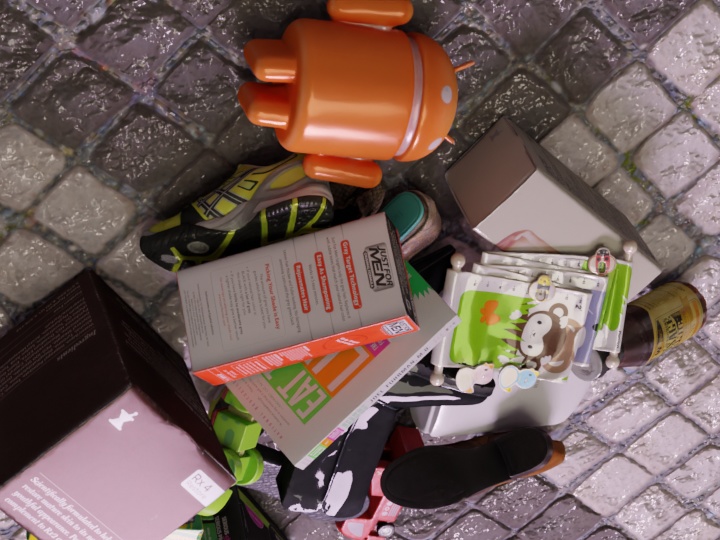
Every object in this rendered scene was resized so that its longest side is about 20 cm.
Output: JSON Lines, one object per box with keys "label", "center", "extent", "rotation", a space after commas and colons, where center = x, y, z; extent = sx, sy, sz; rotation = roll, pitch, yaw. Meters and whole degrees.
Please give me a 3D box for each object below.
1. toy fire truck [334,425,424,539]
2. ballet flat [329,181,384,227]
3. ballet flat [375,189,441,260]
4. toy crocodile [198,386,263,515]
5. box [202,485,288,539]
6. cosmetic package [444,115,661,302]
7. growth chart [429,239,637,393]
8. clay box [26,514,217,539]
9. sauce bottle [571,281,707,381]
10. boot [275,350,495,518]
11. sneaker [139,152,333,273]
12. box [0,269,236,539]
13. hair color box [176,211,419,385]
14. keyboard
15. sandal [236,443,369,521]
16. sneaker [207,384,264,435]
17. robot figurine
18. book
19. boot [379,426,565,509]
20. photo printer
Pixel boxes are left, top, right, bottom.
{"label": "toy fire truck", "center": [-0.005, 0.214, 1.518], "extent": [0.140, 0.049, 0.201], "rotation": [11, 124, -22]}
{"label": "ballet flat", "center": [-0.063, -0.030, 1.315], "extent": [0.199, 0.046, 0.067], "rotation": [-29, 128, 7]}
{"label": "ballet flat", "center": [0.000, 0.000, 1.349], "extent": [0.200, 0.068, 0.067], "rotation": [-35, 155, 14]}
{"label": "toy crocodile", "center": [-0.120, 0.150, 1.351], "extent": [0.201, 0.062, 0.067], "rotation": [-68, 159, 5]}
{"label": "box", "center": [-0.181, 0.354, 1.529], "extent": [0.199, 0.125, 0.149], "rotation": [-28, 129, 8]}
{"label": "cosmetic package", "center": [0.187, -0.046, 1.338], "extent": [0.087, 0.104, 0.200], "rotation": [-43, 124, 18]}
{"label": "growth chart", "center": [0.162, 0.045, 1.296], "extent": [0.199, 0.018, 0.145], "rotation": [-2, 104, -13]}
{"label": "clay box", "center": [-0.243, 0.236, 1.426], "extent": [0.199, 0.115, 0.048], "rotation": [7, 124, -21]}
{"label": "sauce bottle", "center": [0.282, 0.065, 1.414], "extent": [0.200, 0.066, 0.066], "rotation": [-24, 140, -44]}
{"label": "boot", "center": [0.022, 0.163, 1.361], "extent": [0.164, 0.066, 0.201], "rotation": [18, 112, -8]}
{"label": "sneaker", "center": [-0.113, -0.051, 1.275], "extent": [0.199, 0.077, 0.075], "rotation": [-16, 144, 20]}
{"label": "box", "center": [-0.247, 0.143, 1.287], "extent": [0.164, 0.200, 0.166], "rotation": [-37, 127, 3]}
{"label": "hair color box", "center": [-0.057, 0.027, 1.237], "extent": [0.199, 0.102, 0.061], "rotation": [-15, 161, 11]}
{"label": "keyboard", "center": [0.041, 0.073, 1.406], "extent": [0.127, 0.021, 0.201], "rotation": [-31, 142, -41]}
{"label": "sandal", "center": [-0.072, 0.208, 1.446], "extent": [0.200, 0.043, 0.076], "rotation": [26, 131, -25]}
{"label": "sneaker", "center": [-0.079, 0.126, 1.408], "extent": [0.200, 0.081, 0.074], "rotation": [-42, 126, 17]}
{"label": "robot figurine", "center": [-0.002, -0.156, 1.191], "extent": [0.199, 0.145, 0.117], "rotation": [4, 165, -18]}
{"label": "book", "center": [-0.023, 0.067, 1.272], "extent": [0.200, 0.134, 0.048], "rotation": [-44, 158, 1]}
{"label": "boot", "center": [0.126, 0.213, 1.511], "extent": [0.188, 0.069, 0.200], "rotation": [-24, 167, 7]}
{"label": "photo printer", "center": [0.162, 0.091, 1.443], "extent": [0.199, 0.070, 0.167], "rotation": [-2, 125, -25]}
